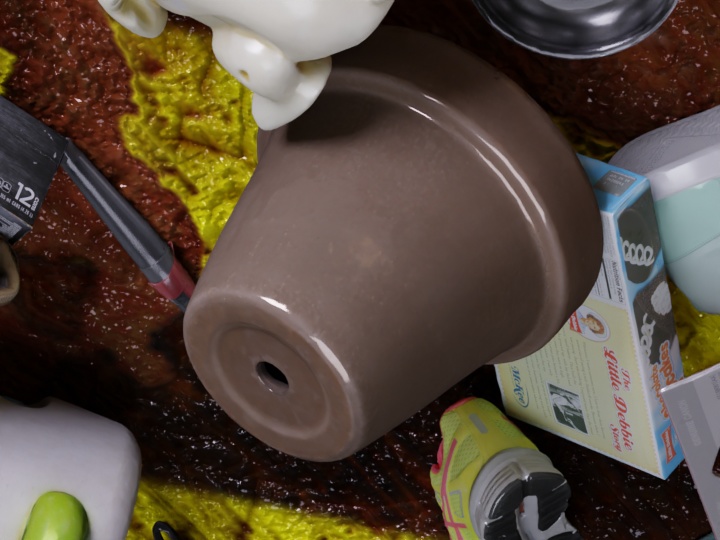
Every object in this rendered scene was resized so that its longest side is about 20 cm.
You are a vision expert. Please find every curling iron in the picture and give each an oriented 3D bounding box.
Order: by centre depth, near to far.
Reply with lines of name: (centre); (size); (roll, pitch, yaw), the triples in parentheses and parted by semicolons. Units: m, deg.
curling iron: (-0.105, -0.007, 1.584); (0.050, 0.026, 0.200); (-41, 112, 11)

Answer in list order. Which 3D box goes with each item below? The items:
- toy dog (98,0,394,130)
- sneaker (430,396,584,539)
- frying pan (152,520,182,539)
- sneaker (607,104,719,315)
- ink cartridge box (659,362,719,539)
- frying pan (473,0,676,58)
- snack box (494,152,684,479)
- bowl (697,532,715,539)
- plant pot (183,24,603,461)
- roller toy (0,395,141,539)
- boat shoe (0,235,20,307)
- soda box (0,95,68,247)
toy dog: (-0.084, -0.170, 1.324); (0.199, 0.194, 0.140); (30, 92, -14)
sneaker: (0.081, 0.139, 1.660); (0.078, 0.090, 0.200); (-28, 152, -16)
frying pan: (-0.101, 0.234, 1.790); (0.115, 0.031, 0.190); (-32, 117, 31)
sneaker: (0.240, -0.040, 1.466); (0.200, 0.074, 0.118); (-18, 121, 35)
ink cartridge box: (0.257, 0.066, 1.514); (0.175, 0.045, 0.200); (-22, 144, 4)
frying pan: (0.101, -0.192, 1.373); (0.114, 0.031, 0.191); (-6, 122, 12)
snack box: (0.118, 0.018, 1.527); (0.116, 0.037, 0.201); (22, 142, 36)
bowl: (0.274, 0.257, 1.706); (0.199, 0.105, 0.202); (4, 133, 5)
plant pot: (0.000, 0.000, 1.428); (0.199, 0.175, 0.201); (25, 141, 23)
roller toy: (-0.224, 0.160, 1.640); (0.139, 0.183, 0.201); (21, 129, -11)
boat shoe: (-0.219, 0.006, 1.482); (0.071, 0.072, 0.201); (14, 138, 8)
soda box: (-0.262, -0.087, 1.497); (0.199, 0.071, 0.063); (35, 138, -19)
